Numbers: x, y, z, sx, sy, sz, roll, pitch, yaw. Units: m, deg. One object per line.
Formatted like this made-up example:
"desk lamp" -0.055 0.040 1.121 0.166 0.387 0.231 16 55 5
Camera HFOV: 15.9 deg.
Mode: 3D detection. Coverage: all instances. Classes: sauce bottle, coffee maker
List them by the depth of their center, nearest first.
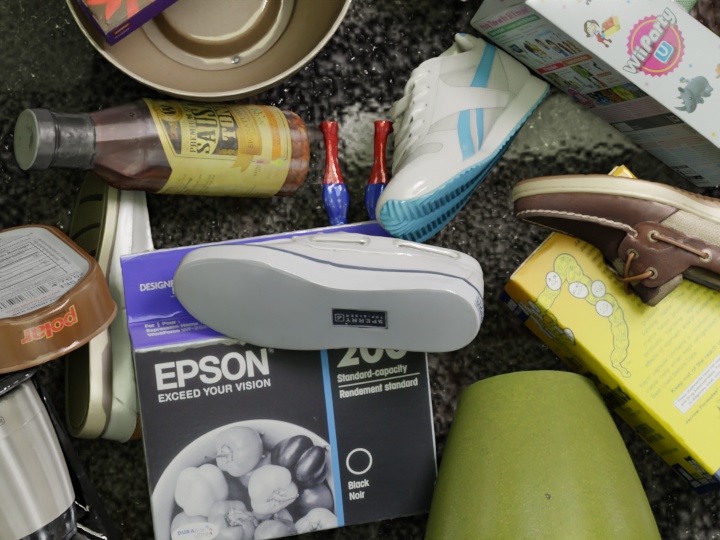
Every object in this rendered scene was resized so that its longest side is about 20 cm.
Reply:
"coffee maker" -0.224 0.157 1.684 0.134 0.192 0.201 -23 102 6
"sauce bottle" -0.131 -0.082 1.711 0.199 0.066 0.066 0 82 -33

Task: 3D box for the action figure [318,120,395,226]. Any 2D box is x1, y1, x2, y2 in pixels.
"action figure" 0.000 0.000 1.756 0.065 0.052 0.201 0 88 4

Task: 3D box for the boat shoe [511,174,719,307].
"boat shoe" 0.191 -0.013 1.643 0.199 0.072 0.072 12 81 -6

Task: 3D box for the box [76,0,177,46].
"box" -0.120 -0.257 1.653 0.200 0.039 0.137 -35 84 -5

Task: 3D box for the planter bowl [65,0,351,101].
"planter bowl" -0.100 -0.204 1.735 0.199 0.135 0.201 0 84 -2

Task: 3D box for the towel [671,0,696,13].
"towel" 0.206 -0.285 1.695 0.149 0.031 0.200 34 87 0

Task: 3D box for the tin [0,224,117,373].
"tin" -0.227 0.016 1.675 0.112 0.200 0.042 -19 110 -17

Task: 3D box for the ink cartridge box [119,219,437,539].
"ink cartridge box" -0.051 0.076 1.699 0.197 0.043 0.201 -9 102 -11

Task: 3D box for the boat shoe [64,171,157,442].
"boat shoe" -0.158 0.018 1.743 0.068 0.075 0.201 8 77 -25

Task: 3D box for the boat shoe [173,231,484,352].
"boat shoe" -0.019 0.009 1.658 0.199 0.074 0.065 10 38 1

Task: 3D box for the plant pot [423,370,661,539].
"plant pot" 0.116 0.174 1.685 0.186 0.187 0.201 -3 70 -2

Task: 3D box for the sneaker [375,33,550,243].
"sneaker" 0.051 -0.088 1.717 0.081 0.077 0.200 37 40 3

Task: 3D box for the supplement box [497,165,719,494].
"supplement box" 0.202 0.043 1.725 0.200 0.109 0.110 44 83 4

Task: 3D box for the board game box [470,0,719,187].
"board game box" 0.184 -0.137 1.708 0.200 0.148 0.064 34 83 -10
